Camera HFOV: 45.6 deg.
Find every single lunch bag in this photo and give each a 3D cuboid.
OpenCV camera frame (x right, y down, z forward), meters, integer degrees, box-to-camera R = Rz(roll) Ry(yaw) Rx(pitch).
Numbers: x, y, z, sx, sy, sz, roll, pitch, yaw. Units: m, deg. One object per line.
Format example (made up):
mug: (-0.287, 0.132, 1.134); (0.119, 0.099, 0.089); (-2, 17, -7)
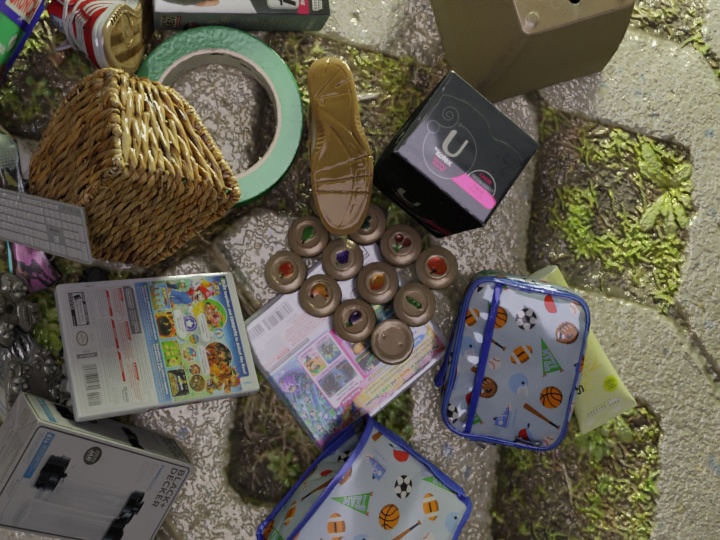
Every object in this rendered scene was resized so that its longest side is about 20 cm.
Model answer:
lunch bag: (0.170, 0.106, 0.981); (0.157, 0.076, 0.204); (12, 100, 2)
lunch bag: (0.005, 0.282, 0.947); (0.169, 0.124, 0.201); (39, 93, -13)

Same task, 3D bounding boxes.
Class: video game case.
video game case: (-0.020, 0.083, 1.004); (0.199, 0.024, 0.183); (-38, 94, -8)
video game case: (-0.215, 0.076, 0.916); (0.197, 0.018, 0.145); (-4, 67, -32)

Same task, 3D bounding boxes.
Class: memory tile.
memory tile: (0.000, 0.000, 0.979); (0.198, 0.017, 0.155); (32, 79, 10)

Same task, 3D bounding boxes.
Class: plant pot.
plant pot: (0.198, -0.322, 0.967); (0.196, 0.177, 0.204); (-17, 90, -8)

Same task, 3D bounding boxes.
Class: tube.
tube: (0.259, 0.093, 1.030); (0.052, 0.058, 0.203); (-33, 99, -46)

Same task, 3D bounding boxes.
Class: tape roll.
tape roll: (-0.164, -0.173, 0.979); (0.196, 0.048, 0.205); (0, 89, -8)

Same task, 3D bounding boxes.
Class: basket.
basket: (-0.241, -0.108, 0.899); (0.147, 0.199, 0.145); (10, 60, -42)

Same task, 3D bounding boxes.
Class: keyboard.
keyboard: (-0.336, -0.050, 0.865); (0.011, 0.197, 0.057); (-20, 116, -49)

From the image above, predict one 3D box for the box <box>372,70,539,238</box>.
box: (0.092, -0.117, 0.935); (0.122, 0.200, 0.107); (37, 84, -5)

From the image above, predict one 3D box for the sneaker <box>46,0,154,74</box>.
sneaker: (-0.288, -0.254, 0.903); (0.110, 0.201, 0.072); (0, 117, -2)

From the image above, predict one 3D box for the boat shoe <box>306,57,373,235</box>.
boat shoe: (-0.024, -0.137, 0.982); (0.072, 0.069, 0.204); (-3, 82, -2)

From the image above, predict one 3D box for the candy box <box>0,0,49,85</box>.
candy box: (-0.405, -0.256, 0.887); (0.076, 0.169, 0.202); (28, 85, -9)

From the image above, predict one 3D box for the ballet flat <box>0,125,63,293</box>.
ballet flat: (-0.371, -0.077, 0.944); (0.070, 0.069, 0.204); (-14, 96, -21)

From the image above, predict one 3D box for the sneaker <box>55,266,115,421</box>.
sneaker: (-0.286, 0.100, 0.946); (0.089, 0.066, 0.204); (9, 81, -32)

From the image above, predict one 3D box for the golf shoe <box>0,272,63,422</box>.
golf shoe: (-0.391, 0.102, 0.938); (0.096, 0.078, 0.204); (-2, 104, 27)

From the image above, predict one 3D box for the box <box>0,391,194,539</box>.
box: (-0.284, 0.214, 0.888); (0.199, 0.060, 0.118); (33, 88, -44)

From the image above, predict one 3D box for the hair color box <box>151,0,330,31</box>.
hair color box: (-0.137, -0.330, 0.969); (0.196, 0.061, 0.101); (-4, 89, -15)
